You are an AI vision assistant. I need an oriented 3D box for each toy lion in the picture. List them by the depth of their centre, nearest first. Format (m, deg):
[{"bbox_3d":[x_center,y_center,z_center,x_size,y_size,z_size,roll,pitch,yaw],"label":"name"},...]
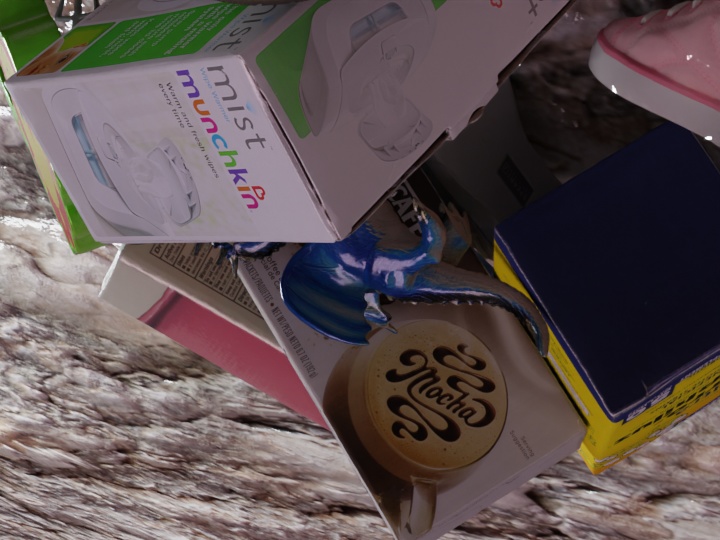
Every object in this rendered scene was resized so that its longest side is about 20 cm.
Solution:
[{"bbox_3d":[-0.173,-0.105,0.916,0.200,0.068,0.193,-149,39,-72],"label":"toy lion"}]

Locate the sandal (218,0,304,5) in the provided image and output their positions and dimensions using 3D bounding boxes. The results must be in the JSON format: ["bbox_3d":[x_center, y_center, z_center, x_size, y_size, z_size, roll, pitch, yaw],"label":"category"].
[{"bbox_3d":[0.006,-0.166,0.692,0.080,0.200,0.058,43,158,51],"label":"sandal"}]

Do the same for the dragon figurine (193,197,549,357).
[{"bbox_3d":[0.000,0.000,0.844,0.200,0.100,0.059,40,-164,12],"label":"dragon figurine"}]

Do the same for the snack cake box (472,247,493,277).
[{"bbox_3d":[-0.012,-0.030,1.033,0.200,0.067,0.115,44,172,12],"label":"snack cake box"}]

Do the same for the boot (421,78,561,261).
[{"bbox_3d":[0.045,-0.071,0.980,0.095,0.074,0.201,16,151,43],"label":"boot"}]

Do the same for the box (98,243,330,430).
[{"bbox_3d":[-0.058,0.002,1.174,0.199,0.129,0.109,30,158,-6],"label":"box"}]

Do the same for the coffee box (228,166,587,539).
[{"bbox_3d":[0.018,0.033,0.915,0.201,0.112,0.080,59,177,13],"label":"coffee box"}]

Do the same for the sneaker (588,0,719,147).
[{"bbox_3d":[0.178,-0.105,0.769,0.075,0.106,0.200,11,-163,-26],"label":"sneaker"}]

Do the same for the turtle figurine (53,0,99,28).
[{"bbox_3d":[-0.110,-0.124,0.935,0.100,0.202,0.150,-9,161,-12],"label":"turtle figurine"}]

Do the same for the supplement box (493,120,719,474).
[{"bbox_3d":[0.141,0.021,0.899,0.110,0.108,0.200,58,177,14],"label":"supplement box"}]

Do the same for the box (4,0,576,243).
[{"bbox_3d":[-0.026,-0.105,0.790,0.176,0.200,0.097,1,128,48],"label":"box"}]
